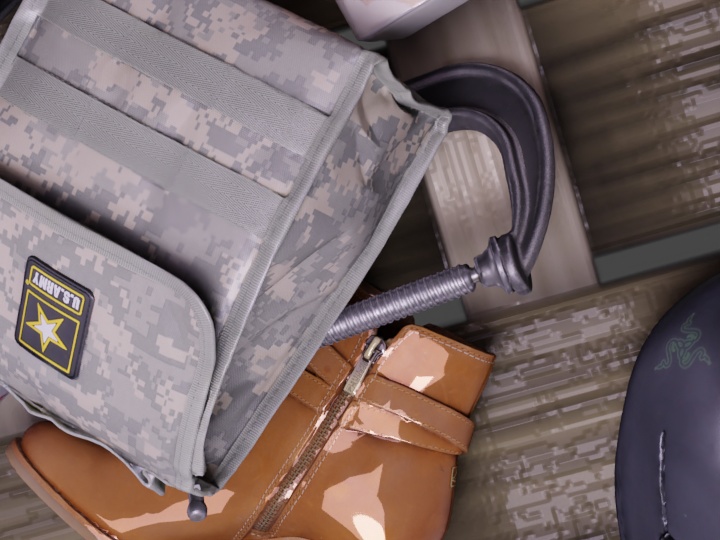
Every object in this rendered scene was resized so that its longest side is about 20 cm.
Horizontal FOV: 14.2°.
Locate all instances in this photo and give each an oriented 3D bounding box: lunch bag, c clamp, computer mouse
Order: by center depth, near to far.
[{"bbox_3d":[-0.088,-0.023,1.211,0.164,0.118,0.201,28,90,24],"label":"lunch bag"},{"bbox_3d":[0.146,0.097,1.217,0.138,0.053,0.201,7,94,51],"label":"computer mouse"},{"bbox_3d":[0.000,0.000,1.248,0.199,0.027,0.171,-25,54,13],"label":"c clamp"}]

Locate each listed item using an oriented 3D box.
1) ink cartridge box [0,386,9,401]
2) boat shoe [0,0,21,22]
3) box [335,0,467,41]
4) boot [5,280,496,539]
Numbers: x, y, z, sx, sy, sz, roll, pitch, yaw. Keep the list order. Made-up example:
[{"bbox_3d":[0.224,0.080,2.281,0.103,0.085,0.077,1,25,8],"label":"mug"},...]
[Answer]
[{"bbox_3d":[-0.258,0.090,1.303,0.084,0.145,0.200,45,106,5],"label":"ink cartridge box"},{"bbox_3d":[-0.153,-0.140,1.229,0.056,0.200,0.069,12,131,27],"label":"boat shoe"},{"bbox_3d":[-0.002,-0.205,1.232,0.095,0.078,0.201,-30,88,16],"label":"box"},{"bbox_3d":[-0.048,0.066,1.282,0.199,0.077,0.156,25,96,21],"label":"boot"}]
